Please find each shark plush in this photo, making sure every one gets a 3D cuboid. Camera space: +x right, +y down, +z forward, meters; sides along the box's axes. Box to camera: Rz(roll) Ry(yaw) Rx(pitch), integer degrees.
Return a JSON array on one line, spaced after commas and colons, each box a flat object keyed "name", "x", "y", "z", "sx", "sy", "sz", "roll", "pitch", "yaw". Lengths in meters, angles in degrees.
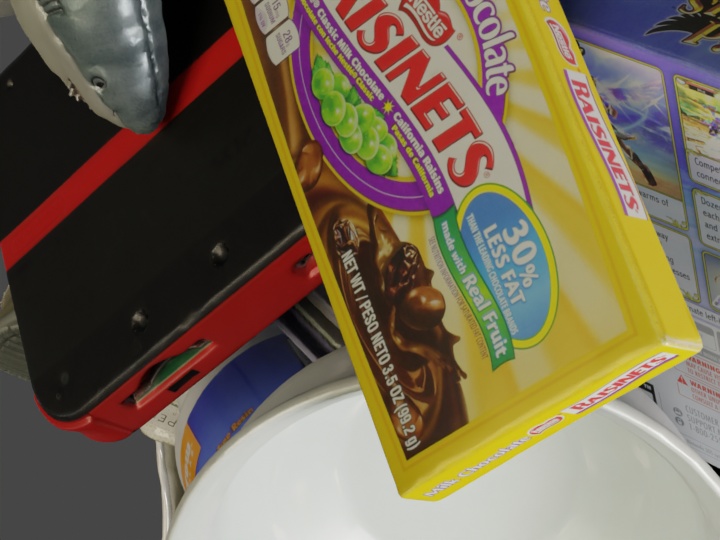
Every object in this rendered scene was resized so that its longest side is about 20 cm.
[{"name": "shark plush", "x": -0.088, "y": -0.152, "z": 0.801, "sx": 0.083, "sy": 0.091, "sz": 0.201, "roll": 38, "pitch": 123, "yaw": 33}]

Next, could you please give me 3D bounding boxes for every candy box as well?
[{"name": "candy box", "x": 0.022, "y": -0.043, "z": 0.660, "sx": 0.102, "sy": 0.026, "sz": 0.201, "roll": -32, "pitch": 66, "yaw": 28}]

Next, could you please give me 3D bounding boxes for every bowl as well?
[{"name": "bowl", "x": 0.035, "y": 0.089, "z": 0.761, "sx": 0.200, "sy": 0.091, "sz": 0.202, "roll": 2, "pitch": 124, "yaw": 2}]

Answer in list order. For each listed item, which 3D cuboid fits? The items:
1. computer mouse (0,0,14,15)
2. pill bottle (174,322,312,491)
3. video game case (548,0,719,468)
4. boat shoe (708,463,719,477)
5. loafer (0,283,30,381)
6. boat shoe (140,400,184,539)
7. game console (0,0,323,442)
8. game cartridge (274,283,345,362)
[{"name": "computer mouse", "x": -0.126, "y": -0.161, "z": 0.945, "sx": 0.044, "sy": 0.200, "sz": 0.110, "roll": 37, "pitch": 129, "yaw": -11}, {"name": "pill bottle", "x": -0.016, "y": 0.087, "z": 0.933, "sx": 0.200, "sy": 0.112, "sz": 0.113, "roll": -132, "pitch": 40, "yaw": -60}, {"name": "video game case", "x": 0.125, "y": -0.006, "z": 0.688, "sx": 0.200, "sy": 0.045, "sz": 0.182, "roll": 26, "pitch": 147, "yaw": 38}, {"name": "boat shoe", "x": 0.146, "y": 0.072, "z": 0.822, "sx": 0.074, "sy": 0.066, "sz": 0.200, "roll": 45, "pitch": 133, "yaw": 27}, {"name": "loafer", "x": -0.135, "y": 0.005, "z": 1.112, "sx": 0.075, "sy": 0.070, "sz": 0.200, "roll": 25, "pitch": 148, "yaw": -15}, {"name": "boat shoe", "x": -0.072, "y": 0.067, "z": 1.055, "sx": 0.071, "sy": 0.069, "sz": 0.201, "roll": 18, "pitch": 116, "yaw": 45}, {"name": "game console", "x": -0.075, "y": -0.047, "z": 0.858, "sx": 0.200, "sy": 0.031, "sz": 0.177, "roll": -38, "pitch": 54, "yaw": 33}, {"name": "game cartridge", "x": 0.000, "y": 0.000, "z": 0.907, "sx": 0.200, "sy": 0.129, "sz": 0.038, "roll": 44, "pitch": 115, "yaw": 27}]
